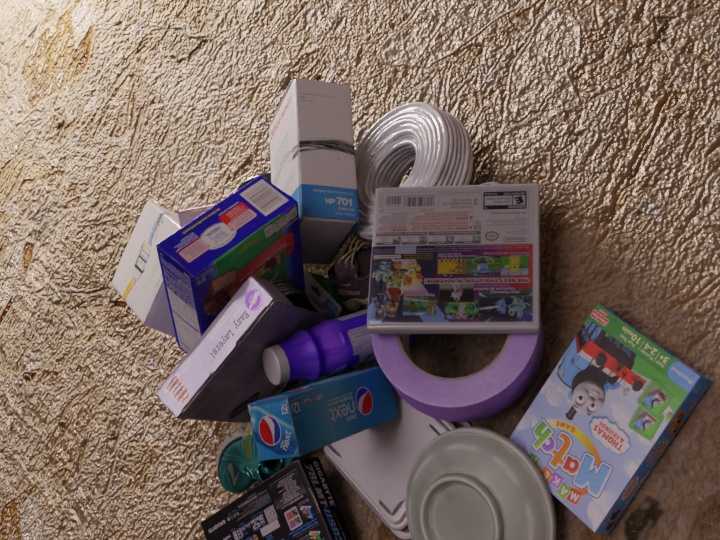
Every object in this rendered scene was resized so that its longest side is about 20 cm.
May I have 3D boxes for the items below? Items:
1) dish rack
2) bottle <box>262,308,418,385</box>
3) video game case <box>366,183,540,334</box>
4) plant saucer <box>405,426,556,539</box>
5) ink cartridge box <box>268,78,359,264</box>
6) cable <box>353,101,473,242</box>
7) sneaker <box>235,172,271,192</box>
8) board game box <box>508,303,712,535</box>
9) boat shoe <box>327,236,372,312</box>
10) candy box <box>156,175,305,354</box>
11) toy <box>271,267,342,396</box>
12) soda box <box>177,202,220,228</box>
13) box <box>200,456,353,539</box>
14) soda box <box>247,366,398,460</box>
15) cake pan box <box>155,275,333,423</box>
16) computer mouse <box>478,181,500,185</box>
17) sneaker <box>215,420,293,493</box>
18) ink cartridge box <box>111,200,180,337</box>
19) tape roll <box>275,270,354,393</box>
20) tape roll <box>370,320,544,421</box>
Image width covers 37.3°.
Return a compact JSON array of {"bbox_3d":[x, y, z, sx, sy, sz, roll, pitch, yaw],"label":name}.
[{"bbox_3d":[0.037,0.217,1.344,0.200,0.043,0.173,41,102,40],"label":"dish rack"},{"bbox_3d":[-0.025,0.093,1.331,0.083,0.198,0.066,-42,68,57],"label":"bottle"},{"bbox_3d":[0.110,-0.014,1.245,0.197,0.023,0.184,-1,66,11],"label":"video game case"},{"bbox_3d":[0.123,0.281,1.206,0.198,0.050,0.203,2,93,37],"label":"plant saucer"},{"bbox_3d":[-0.065,-0.128,1.413,0.147,0.085,0.202,130,141,-62],"label":"ink cartridge box"},{"bbox_3d":[0.060,-0.121,1.385,0.199,0.069,0.201,25,85,55],"label":"cable"},{"bbox_3d":[-0.113,-0.107,1.562,0.199,0.075,0.080,-23,63,34],"label":"sneaker"},{"bbox_3d":[0.265,0.161,1.170,0.151,0.036,0.201,39,103,41],"label":"board game box"},{"bbox_3d":[0.000,0.000,1.365,0.075,0.073,0.200,-52,5,-24],"label":"boat shoe"},{"bbox_3d":[-0.155,0.009,1.331,0.169,0.201,0.077,-37,60,-26],"label":"candy box"},{"bbox_3d":[-0.122,0.095,1.454,0.201,0.047,0.115,-56,50,12],"label":"toy"},{"bbox_3d":[-0.162,-0.062,1.450,0.063,0.200,0.069,-8,94,28],"label":"soda box"},{"bbox_3d":[-0.097,0.374,1.376,0.199,0.049,0.200,-36,69,28],"label":"box"},{"bbox_3d":[-0.040,0.166,1.257,0.064,0.199,0.069,-14,88,37],"label":"soda box"},{"bbox_3d":[-0.137,0.102,1.329,0.052,0.184,0.200,42,99,20],"label":"cake pan box"},{"bbox_3d":[0.120,-0.044,1.364,0.199,0.044,0.111,-28,54,38],"label":"computer mouse"},{"bbox_3d":[-0.135,0.249,1.433,0.200,0.077,0.080,-49,37,38],"label":"sneaker"},{"bbox_3d":[-0.253,0.009,1.562,0.146,0.146,0.200,-64,31,4],"label":"ink cartridge box"},{"bbox_3d":[-0.091,0.102,1.490,0.199,0.048,0.203,-15,66,37],"label":"tape roll"},{"bbox_3d":[0.115,0.072,1.258,0.198,0.066,0.202,-6,66,13],"label":"tape roll"}]
